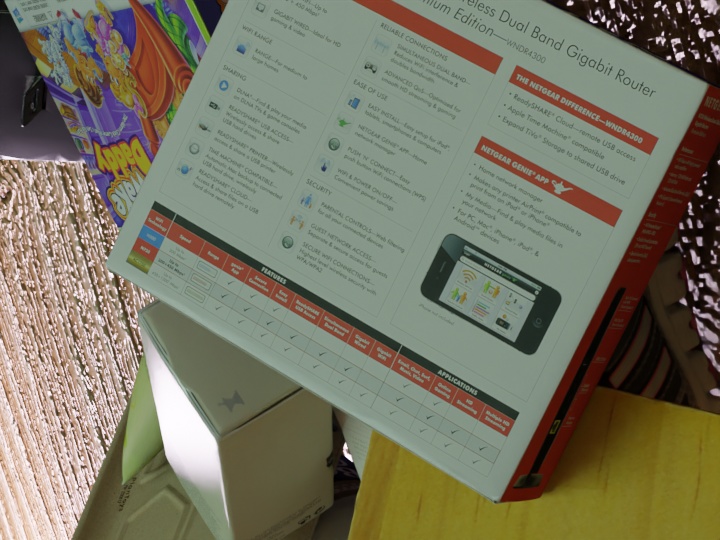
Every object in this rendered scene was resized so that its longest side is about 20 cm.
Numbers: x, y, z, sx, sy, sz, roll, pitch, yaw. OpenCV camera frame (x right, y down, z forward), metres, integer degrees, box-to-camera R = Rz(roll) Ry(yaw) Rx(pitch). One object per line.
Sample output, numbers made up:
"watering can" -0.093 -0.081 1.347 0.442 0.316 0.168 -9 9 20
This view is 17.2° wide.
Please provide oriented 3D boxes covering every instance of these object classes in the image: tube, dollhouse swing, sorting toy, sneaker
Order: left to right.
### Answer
"tube" -0.108 0.064 1.354 0.052 0.058 0.200 59 158 10
"sorting toy" -0.084 0.125 1.398 0.200 0.186 0.036 -14 136 43
"sneaker" 0.096 0.034 1.007 0.074 0.087 0.201 17 122 67
"dollhouse swing" 0.121 0.146 1.004 0.200 0.176 0.182 12 88 35

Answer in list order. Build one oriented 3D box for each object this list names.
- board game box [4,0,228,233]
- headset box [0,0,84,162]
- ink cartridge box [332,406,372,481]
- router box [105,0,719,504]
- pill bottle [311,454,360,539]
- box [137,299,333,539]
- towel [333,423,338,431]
"board game box" -0.082 -0.084 1.099 0.200 0.045 0.135 0 119 61
"headset box" -0.202 -0.185 1.520 0.174 0.092 0.201 110 159 -61
"ink cartridge box" 0.043 0.083 1.153 0.145 0.048 0.200 19 136 51
"router box" 0.021 -0.034 0.943 0.200 0.049 0.180 30 99 22
"pill bottle" -0.015 0.173 1.388 0.200 0.111 0.111 30 134 62
"box" -0.060 0.074 1.210 0.082 0.068 0.200 56 166 19
"towel" -0.073 -0.005 1.301 0.145 0.024 0.200 38 149 43
